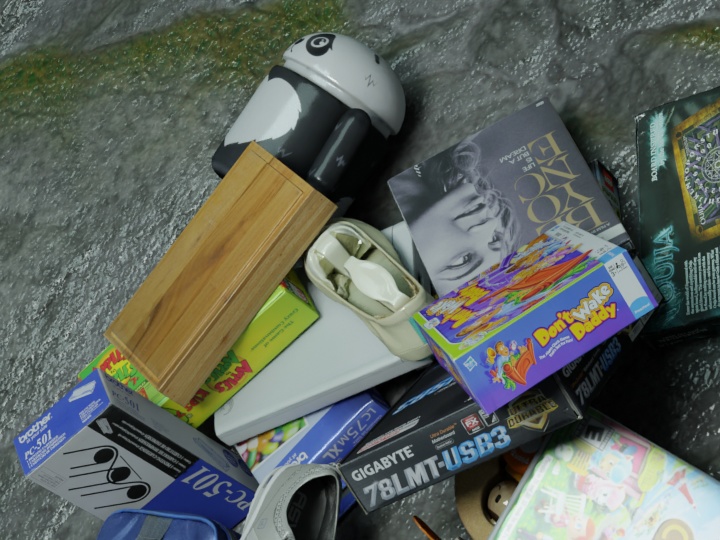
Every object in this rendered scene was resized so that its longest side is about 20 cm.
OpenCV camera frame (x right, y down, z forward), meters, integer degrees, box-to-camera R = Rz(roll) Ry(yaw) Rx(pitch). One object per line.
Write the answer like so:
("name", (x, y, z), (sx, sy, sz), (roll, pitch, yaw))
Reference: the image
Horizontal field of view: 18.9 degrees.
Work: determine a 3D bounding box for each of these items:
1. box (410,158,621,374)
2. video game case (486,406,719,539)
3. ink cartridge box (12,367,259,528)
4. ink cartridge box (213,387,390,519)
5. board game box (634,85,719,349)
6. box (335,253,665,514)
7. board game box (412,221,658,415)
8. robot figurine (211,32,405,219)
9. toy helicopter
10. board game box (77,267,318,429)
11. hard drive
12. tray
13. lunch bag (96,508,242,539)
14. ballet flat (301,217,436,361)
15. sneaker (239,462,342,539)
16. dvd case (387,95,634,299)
("box", (0.113, -0.002, 1.707), (0.199, 0.035, 0.110), (-23, 52, 26))
("video game case", (0.171, 0.216, 1.481), (0.182, 0.022, 0.201), (30, 90, 23))
("ink cartridge box", (-0.173, 0.159, 1.719), (0.094, 0.200, 0.044), (-39, 46, 12))
("ink cartridge box", (-0.050, 0.114, 1.764), (0.119, 0.042, 0.200), (-46, 47, 7))
("board game box", (0.272, -0.048, 1.615), (0.135, 0.028, 0.201), (-16, 56, 31))
("box", (0.104, 0.081, 1.556), (0.200, 0.050, 0.198), (-29, 7, 34))
("board game box", (0.115, 0.029, 1.486), (0.134, 0.045, 0.200), (-32, 9, -2))
("robot figurine", (-0.049, -0.107, 1.836), (0.150, 0.125, 0.200), (33, 87, 27))
("toy helicopter", (0.120, 0.209, 1.550), (0.132, 0.079, 0.201), (-27, 62, 14))
("board game box", (-0.135, 0.062, 1.766), (0.200, 0.048, 0.102), (-42, 42, 11))
("hard drive", (-0.032, 0.049, 1.743), (0.199, 0.027, 0.132), (-24, 49, 27))
("tray", (-0.114, 0.001, 1.725), (0.200, 0.037, 0.099), (-53, 43, 2))
("lunch bag", (-0.155, 0.290, 1.673), (0.135, 0.132, 0.201), (-1, 63, 38))
("ballet flat", (0.000, 0.000, 1.682), (0.070, 0.069, 0.200), (-51, 42, 0))
("sneaker", (-0.063, 0.227, 1.602), (0.082, 0.075, 0.201), (-34, 37, 55))
("dvd case", (0.112, -0.045, 1.674), (0.148, 0.016, 0.200), (-28, 40, 4))
